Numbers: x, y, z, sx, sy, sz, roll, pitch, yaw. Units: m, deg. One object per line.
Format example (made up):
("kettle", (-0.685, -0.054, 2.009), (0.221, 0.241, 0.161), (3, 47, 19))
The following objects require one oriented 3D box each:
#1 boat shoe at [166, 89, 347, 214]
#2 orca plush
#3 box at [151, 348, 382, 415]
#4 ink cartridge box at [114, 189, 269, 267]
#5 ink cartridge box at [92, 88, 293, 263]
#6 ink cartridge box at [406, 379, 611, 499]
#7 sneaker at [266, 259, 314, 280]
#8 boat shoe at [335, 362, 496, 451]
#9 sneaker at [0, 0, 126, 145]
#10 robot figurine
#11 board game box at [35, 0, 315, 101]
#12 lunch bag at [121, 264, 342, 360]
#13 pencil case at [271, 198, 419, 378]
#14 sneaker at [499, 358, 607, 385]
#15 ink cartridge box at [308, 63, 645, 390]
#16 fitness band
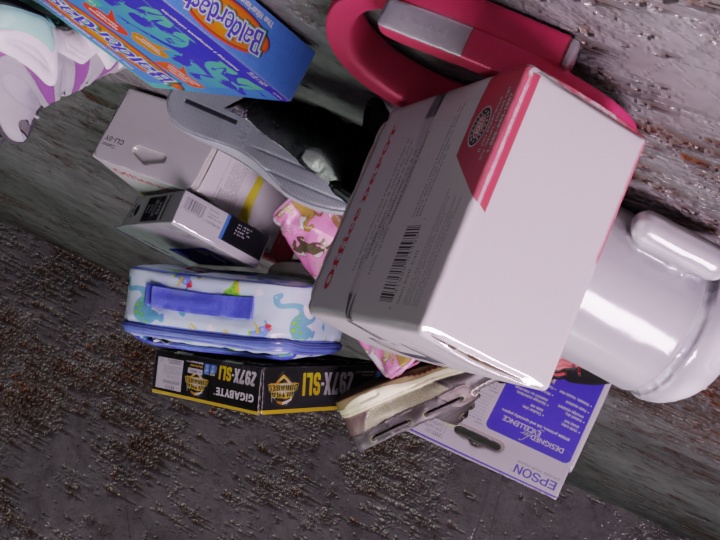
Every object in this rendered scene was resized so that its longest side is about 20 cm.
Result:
("boat shoe", (-0.067, -0.111, 0.969), (0.199, 0.074, 0.067), (31, -171, 10))
("orca plush", (-0.002, -0.101, 0.864), (0.200, 0.072, 0.105), (39, -163, 27))
("box", (-0.085, 0.110, 1.166), (0.158, 0.050, 0.199), (3, 179, 40))
("ink cartridge box", (-0.174, -0.040, 1.155), (0.099, 0.040, 0.199), (28, 167, -26))
("ink cartridge box", (-0.157, -0.093, 1.190), (0.144, 0.084, 0.200), (19, 168, 29))
("ink cartridge box", (0.150, 0.125, 1.196), (0.196, 0.201, 0.044), (23, 146, 17))
("sneaker", (0.001, 0.009, 1.226), (0.197, 0.085, 0.076), (9, 134, 7))
("boat shoe", (0.077, 0.116, 1.085), (0.072, 0.198, 0.067), (-79, -30, -84))
("sneaker", (-0.275, -0.149, 0.938), (0.077, 0.141, 0.200), (32, -167, 20))
("robot figurine", (0.187, 0.020, 0.816), (0.198, 0.114, 0.170), (28, 145, -9))
("board game box", (-0.148, -0.185, 0.825), (0.152, 0.045, 0.199), (35, 168, -38))
("lunch bag", (-0.125, 0.040, 1.130), (0.197, 0.084, 0.161), (5, 178, 20))
("pencil case", (0.000, 0.000, 1.061), (0.201, 0.086, 0.083), (53, -164, 6))
("sneaker", (0.198, 0.065, 1.150), (0.197, 0.088, 0.074), (1, 162, 6))
("ink cartridge box", (0.055, -0.022, 0.652), (0.084, 0.147, 0.200), (26, 173, -19))
("fitness band", (0.070, -0.114, 0.676), (0.198, 0.038, 0.144), (26, 172, 11))
